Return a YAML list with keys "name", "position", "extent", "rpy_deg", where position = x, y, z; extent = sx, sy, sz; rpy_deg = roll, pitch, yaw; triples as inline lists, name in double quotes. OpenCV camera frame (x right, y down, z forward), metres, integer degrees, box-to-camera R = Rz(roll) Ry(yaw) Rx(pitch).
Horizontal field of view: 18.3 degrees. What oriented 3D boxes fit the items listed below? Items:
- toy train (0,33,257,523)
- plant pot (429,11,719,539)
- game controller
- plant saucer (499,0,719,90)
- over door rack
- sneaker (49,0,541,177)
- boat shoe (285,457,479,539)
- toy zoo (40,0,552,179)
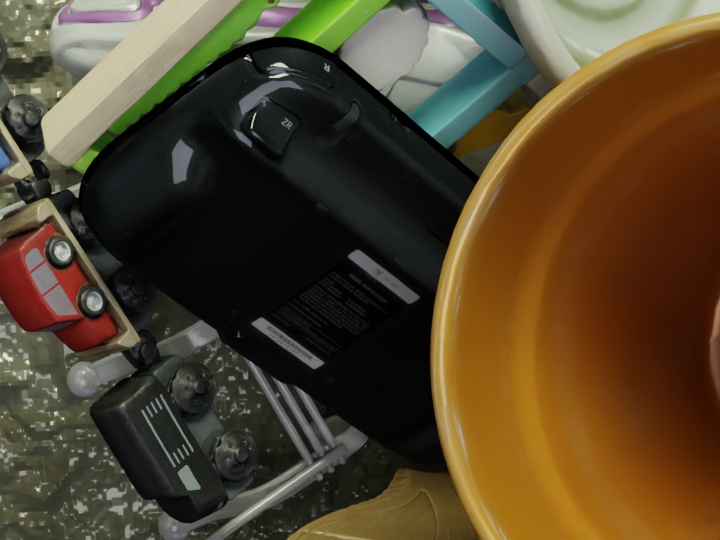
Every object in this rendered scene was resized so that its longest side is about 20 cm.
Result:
- name: "toy train"
  position: [-0.101, 0.001, 0.750]
  extent: [0.046, 0.034, 0.201]
  rpy_deg: [-41, 107, -35]
- name: "plant pot"
  position: [0.146, 0.026, 0.716]
  extent: [0.199, 0.183, 0.201]
  rpy_deg: [0, 90, 23]
- name: "game controller"
  position: [0.000, 0.000, 0.759]
  extent: [0.104, 0.042, 0.200]
  rpy_deg: [-28, 133, 28]
- name: "plant saucer"
  position: [0.088, -0.141, 0.756]
  extent: [0.050, 0.200, 0.201]
  rpy_deg: [3, 114, 41]
- name: "over door rack"
  position: [-0.110, 0.055, 0.804]
  extent: [0.200, 0.067, 0.148]
  rpy_deg: [-37, 106, -25]
- name: "sneaker"
  position: [-0.012, -0.054, 0.792]
  extent: [0.199, 0.075, 0.100]
  rpy_deg: [6, 114, -15]
- name: "boat shoe"
  position: [0.020, 0.118, 0.800]
  extent: [0.071, 0.200, 0.070]
  rpy_deg: [18, 114, 23]
- name: "toy zoo"
  position: [0.009, -0.037, 0.763]
  extent: [0.131, 0.021, 0.200]
  rpy_deg: [-40, 128, 19]
